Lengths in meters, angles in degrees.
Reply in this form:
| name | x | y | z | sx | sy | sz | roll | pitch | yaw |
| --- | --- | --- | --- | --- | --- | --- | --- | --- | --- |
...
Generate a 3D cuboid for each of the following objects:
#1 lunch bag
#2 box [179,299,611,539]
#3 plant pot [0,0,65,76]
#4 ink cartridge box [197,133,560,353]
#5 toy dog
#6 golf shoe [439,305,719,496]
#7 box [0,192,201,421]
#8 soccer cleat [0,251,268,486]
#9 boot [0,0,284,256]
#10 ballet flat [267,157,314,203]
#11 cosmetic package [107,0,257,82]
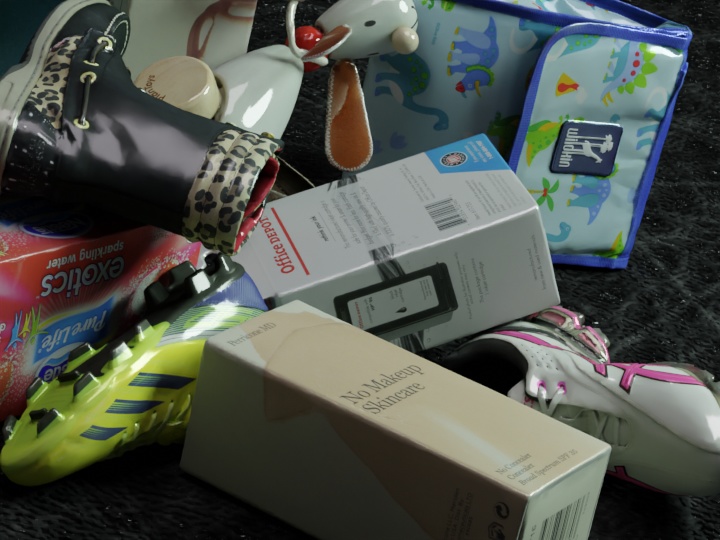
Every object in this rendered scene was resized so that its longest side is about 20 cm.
| name | x | y | z | sx | sy | sz | roll | pitch | yaw |
| --- | --- | --- | --- | --- | --- | --- | --- | --- | --- |
| lunch bag | 0.100 | -0.102 | 1.850 | 0.199 | 0.171 | 0.128 | 15 | 22 | 1 |
| box | 0.016 | 0.095 | 1.456 | 0.199 | 0.078 | 0.095 | 24 | 25 | 25 |
| plant pot | -0.270 | -0.144 | 1.583 | 0.134 | 0.201 | 0.200 | 11 | 20 | 24 |
| ink cartridge box | 0.000 | 0.000 | 1.636 | 0.199 | 0.068 | 0.116 | -18 | 27 | -7 |
| toy dog | -0.041 | -0.097 | 1.656 | 0.096 | 0.200 | 0.132 | 42 | -4 | 37 |
| golf shoe | 0.128 | 0.082 | 1.571 | 0.092 | 0.073 | 0.200 | -15 | 25 | -35 |
| box | -0.185 | 0.011 | 1.520 | 0.095 | 0.100 | 0.200 | 27 | 26 | 31 |
| soccer cleat | -0.108 | 0.065 | 1.483 | 0.064 | 0.084 | 0.200 | -14 | 19 | 41 |
| boot | -0.114 | -0.076 | 1.544 | 0.153 | 0.074 | 0.204 | 17 | 27 | 5 |
| ballet flat | -0.068 | -0.063 | 1.799 | 0.067 | 0.047 | 0.200 | -15 | 42 | -37 |
| cosmetic package | -0.130 | -0.118 | 1.724 | 0.087 | 0.201 | 0.103 | 2 | 25 | -27 |
